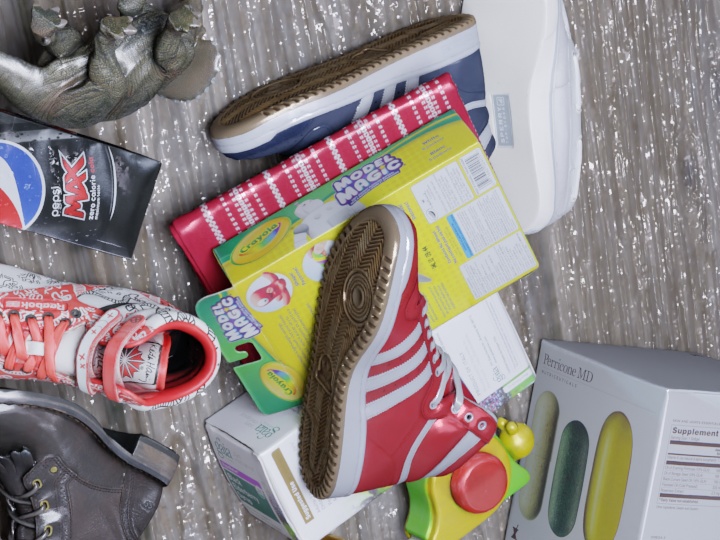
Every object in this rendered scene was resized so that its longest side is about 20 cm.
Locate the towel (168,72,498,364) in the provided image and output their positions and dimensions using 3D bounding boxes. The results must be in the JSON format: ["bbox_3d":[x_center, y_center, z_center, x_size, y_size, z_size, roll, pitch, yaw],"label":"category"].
[{"bbox_3d":[-0.009,-0.025,1.391,0.200,0.022,0.145,-29,129,-2],"label":"towel"}]

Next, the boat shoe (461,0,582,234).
[{"bbox_3d":[0.118,-0.126,1.473,0.068,0.072,0.200,-19,105,-49],"label":"boat shoe"}]

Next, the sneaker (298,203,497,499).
[{"bbox_3d":[0.033,0.047,1.344,0.112,0.071,0.200,-3,123,-26],"label":"sneaker"}]

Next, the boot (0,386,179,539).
[{"bbox_3d":[-0.196,0.168,1.324,0.200,0.069,0.174,27,74,-38],"label":"boot"}]

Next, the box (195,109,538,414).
[{"bbox_3d":[0.000,0.000,1.370,0.200,0.048,0.117,-31,129,-3],"label":"box"}]

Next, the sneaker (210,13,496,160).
[{"bbox_3d":[0.004,-0.082,1.409,0.200,0.070,0.109,-25,112,-27],"label":"sneaker"}]

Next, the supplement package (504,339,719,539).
[{"bbox_3d":[0.207,0.165,1.539,0.151,0.152,0.200,6,98,-31],"label":"supplement package"}]

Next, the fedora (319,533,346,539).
[{"bbox_3d":[-0.043,0.266,1.390,0.082,0.201,0.201,0,101,-32],"label":"fedora"}]

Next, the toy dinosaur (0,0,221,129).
[{"bbox_3d":[-0.145,-0.116,1.264,0.200,0.077,0.102,-30,152,-32],"label":"toy dinosaur"}]

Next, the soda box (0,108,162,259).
[{"bbox_3d":[-0.221,-0.065,1.278,0.200,0.071,0.063,16,93,-33],"label":"soda box"}]

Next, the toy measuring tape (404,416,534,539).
[{"bbox_3d":[0.036,0.156,1.485,0.200,0.074,0.074,-34,116,-20],"label":"toy measuring tape"}]

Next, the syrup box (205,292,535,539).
[{"bbox_3d":[0.007,0.086,1.444,0.200,0.079,0.082,-36,117,-20],"label":"syrup box"}]

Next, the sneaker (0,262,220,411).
[{"bbox_3d":[-0.182,0.039,1.303,0.201,0.108,0.067,6,98,-32],"label":"sneaker"}]
